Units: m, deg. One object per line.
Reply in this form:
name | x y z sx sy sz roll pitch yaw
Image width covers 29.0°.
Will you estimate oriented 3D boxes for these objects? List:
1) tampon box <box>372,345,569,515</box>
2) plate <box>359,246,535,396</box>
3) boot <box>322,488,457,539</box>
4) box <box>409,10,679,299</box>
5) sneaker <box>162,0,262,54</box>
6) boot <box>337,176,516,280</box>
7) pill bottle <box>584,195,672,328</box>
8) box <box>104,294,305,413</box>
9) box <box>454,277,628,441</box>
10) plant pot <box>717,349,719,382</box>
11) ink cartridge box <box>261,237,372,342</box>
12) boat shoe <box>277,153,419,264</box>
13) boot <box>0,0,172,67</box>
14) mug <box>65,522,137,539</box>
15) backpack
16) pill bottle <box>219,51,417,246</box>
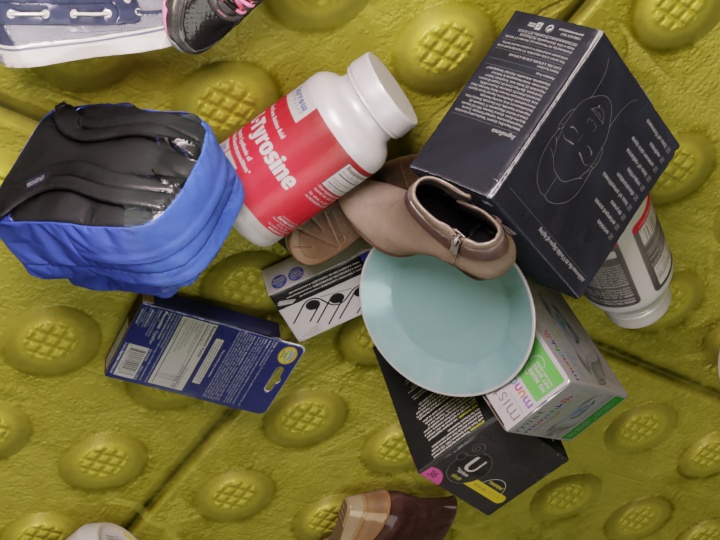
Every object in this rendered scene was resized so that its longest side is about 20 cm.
tampon box | 0.127 0.155 1.633 0.126 0.201 0.150 -38 133 18
plate | 0.092 0.037 1.451 0.199 0.026 0.202 11 117 23
boot | 0.034 0.382 1.915 0.165 0.073 0.201 5 128 -21
box | 0.188 -0.114 1.390 0.197 0.124 0.200 -56 134 -10
sneaker | -0.088 -0.261 1.189 0.200 0.095 0.079 -50 136 3
boot | 0.060 -0.054 1.327 0.071 0.199 0.146 -61 168 -12
pill bottle | 0.289 -0.023 1.569 0.110 0.111 0.200 -26 136 7
box | -0.175 0.093 1.572 0.199 0.033 0.121 18 125 -22
box | 0.179 0.080 1.545 0.097 0.201 0.176 -40 152 18
plant pot | 0.570 0.162 1.835 0.186 0.188 0.200 -24 151 4
ink cartridge box | 0.000 0.000 1.547 0.199 0.044 0.094 -25 138 5
boat shoe | 0.000 -0.071 1.466 0.199 0.072 0.073 -30 114 -18
boot | -0.225 -0.239 1.216 0.199 0.073 0.091 -15 119 -21
mug | -0.344 0.395 1.774 0.149 0.187 0.153 40 105 -8
backpack | -0.206 -0.063 1.286 0.199 0.163 0.168 1 146 29
pill bottle | -0.047 -0.121 1.362 0.199 0.113 0.112 -35 135 14
